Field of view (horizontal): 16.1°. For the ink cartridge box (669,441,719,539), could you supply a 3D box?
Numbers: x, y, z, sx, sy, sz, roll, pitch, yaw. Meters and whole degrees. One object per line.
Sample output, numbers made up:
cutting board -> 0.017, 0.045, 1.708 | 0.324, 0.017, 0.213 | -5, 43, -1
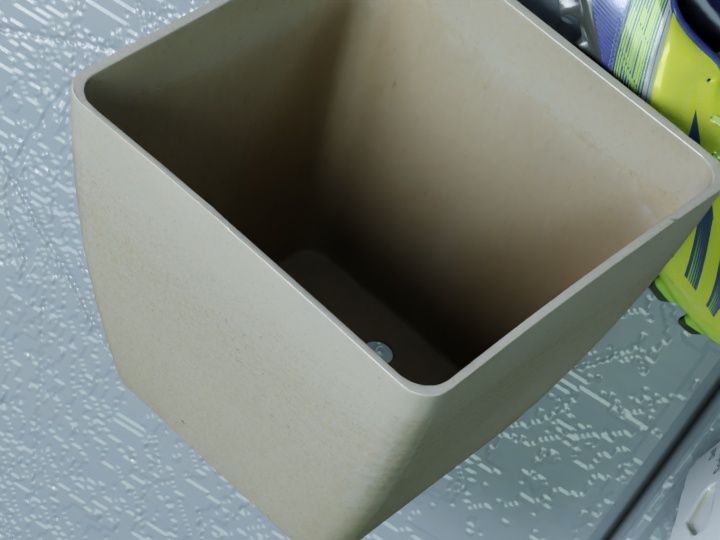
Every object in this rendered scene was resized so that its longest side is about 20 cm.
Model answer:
ink cartridge box -> 0.236, 0.161, 1.139 | 0.200, 0.145, 0.088 | 42, 116, -6

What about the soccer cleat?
soccer cleat -> 0.149, -0.059, 1.109 | 0.084, 0.065, 0.200 | -14, 109, 19

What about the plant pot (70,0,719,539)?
plant pot -> 0.000, 0.000, 1.088 | 0.200, 0.200, 0.177 | 41, 141, 19
